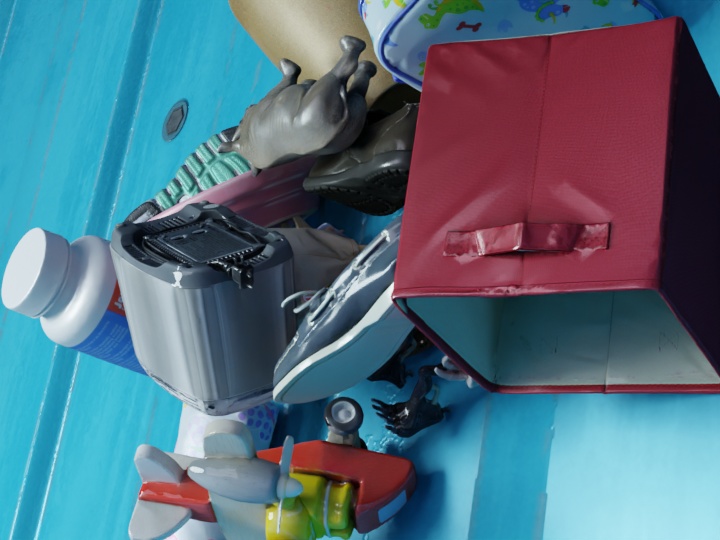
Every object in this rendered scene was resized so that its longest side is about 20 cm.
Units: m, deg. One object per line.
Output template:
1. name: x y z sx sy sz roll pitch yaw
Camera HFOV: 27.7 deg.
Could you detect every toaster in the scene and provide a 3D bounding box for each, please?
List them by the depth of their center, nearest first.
1. toaster: -0.117 0.030 1.167 0.200 0.114 0.129 24 126 53

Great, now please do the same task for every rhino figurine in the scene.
1. rhino figurine: -0.058 -0.124 1.195 0.200 0.060 0.088 -12 57 54

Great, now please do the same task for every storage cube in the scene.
1. storage cube: 0.139 -0.033 0.929 0.171 0.200 0.180 -3 66 27

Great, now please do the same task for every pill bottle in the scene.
1. pill bottle: -0.242 0.032 1.424 0.112 0.200 0.112 -30 48 41

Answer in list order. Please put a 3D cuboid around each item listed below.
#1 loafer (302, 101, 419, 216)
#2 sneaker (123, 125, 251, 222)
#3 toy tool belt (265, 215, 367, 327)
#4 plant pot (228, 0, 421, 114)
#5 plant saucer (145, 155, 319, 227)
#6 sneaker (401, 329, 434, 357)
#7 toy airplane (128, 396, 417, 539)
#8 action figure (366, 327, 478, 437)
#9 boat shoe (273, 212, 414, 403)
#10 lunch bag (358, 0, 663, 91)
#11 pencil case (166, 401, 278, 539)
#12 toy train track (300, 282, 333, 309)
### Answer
1. loafer: 0.018 -0.092 1.188 0.200 0.073 0.071 -7 65 63
2. sneaker: -0.153 -0.079 1.495 0.200 0.088 0.074 -34 77 8
3. toy tool belt: -0.057 0.017 1.285 0.200 0.123 0.125 -22 85 55
4. plant pot: 0.003 -0.205 1.280 0.186 0.186 0.200 -46 53 27
5. plant saucer: -0.116 -0.048 1.347 0.200 0.200 0.051 -26 89 44
6. sneaker: 0.070 -0.014 1.167 0.200 0.070 0.076 -52 10 24
7. toy airplane: -0.080 0.187 1.111 0.199 0.200 0.141 -39 47 33
8. action figure: 0.075 0.040 1.078 0.200 0.102 0.119 -44 54 29
9. boat shoe: -0.007 0.031 1.046 0.200 0.075 0.062 -48 57 44
10. lunch bag: 0.108 -0.187 1.080 0.161 0.200 0.083 -47 37 27
11. pencil case: -0.136 0.199 1.283 0.091 0.083 0.200 7 74 32
12. toy train track: 0.000 0.000 1.172 0.200 0.033 0.115 -48 -17 -33
